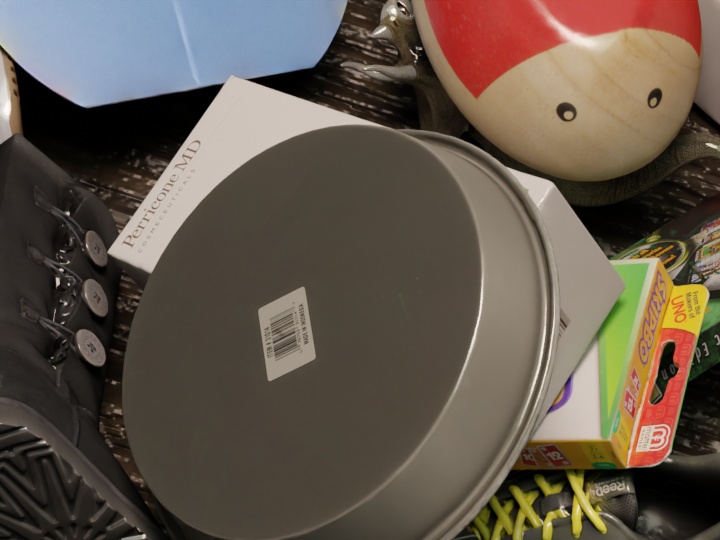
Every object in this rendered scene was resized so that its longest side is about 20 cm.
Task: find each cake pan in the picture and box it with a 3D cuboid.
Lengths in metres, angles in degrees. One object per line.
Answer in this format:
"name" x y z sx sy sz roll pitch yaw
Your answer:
"cake pan" -0.016 0.029 0.912 0.199 0.037 0.202 -17 58 30

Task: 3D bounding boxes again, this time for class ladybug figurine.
"ladybug figurine" 0.092 -0.139 1.091 0.135 0.072 0.201 -14 64 -10

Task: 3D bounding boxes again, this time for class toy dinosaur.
"toy dinosaur" 0.098 -0.072 1.140 0.199 0.077 0.103 35 73 11

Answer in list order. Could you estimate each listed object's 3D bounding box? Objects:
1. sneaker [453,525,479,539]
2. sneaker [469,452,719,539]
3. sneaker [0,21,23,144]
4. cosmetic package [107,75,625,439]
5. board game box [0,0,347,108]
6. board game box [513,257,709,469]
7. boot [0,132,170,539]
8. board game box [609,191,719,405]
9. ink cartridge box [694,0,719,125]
"sneaker" -0.026 0.165 0.937 0.200 0.080 0.086 -44 74 -3
"sneaker" 0.083 0.105 1.005 0.198 0.085 0.075 -3 57 -8
"sneaker" -0.232 -0.113 1.121 0.112 0.072 0.201 -13 52 -18
"cosmetic package" 0.000 0.000 1.005 0.199 0.085 0.108 20 71 41
"board game box" -0.103 -0.155 1.131 0.198 0.039 0.159 -13 77 -22
"board game box" 0.050 0.042 1.019 0.198 0.030 0.096 -2 52 29
"boot" -0.124 0.057 1.015 0.065 0.165 0.201 -23 35 8
"board game box" 0.152 0.010 1.077 0.199 0.024 0.105 -30 28 -22
"ink cartridge box" 0.213 -0.155 1.185 0.144 0.085 0.200 -35 66 -24
